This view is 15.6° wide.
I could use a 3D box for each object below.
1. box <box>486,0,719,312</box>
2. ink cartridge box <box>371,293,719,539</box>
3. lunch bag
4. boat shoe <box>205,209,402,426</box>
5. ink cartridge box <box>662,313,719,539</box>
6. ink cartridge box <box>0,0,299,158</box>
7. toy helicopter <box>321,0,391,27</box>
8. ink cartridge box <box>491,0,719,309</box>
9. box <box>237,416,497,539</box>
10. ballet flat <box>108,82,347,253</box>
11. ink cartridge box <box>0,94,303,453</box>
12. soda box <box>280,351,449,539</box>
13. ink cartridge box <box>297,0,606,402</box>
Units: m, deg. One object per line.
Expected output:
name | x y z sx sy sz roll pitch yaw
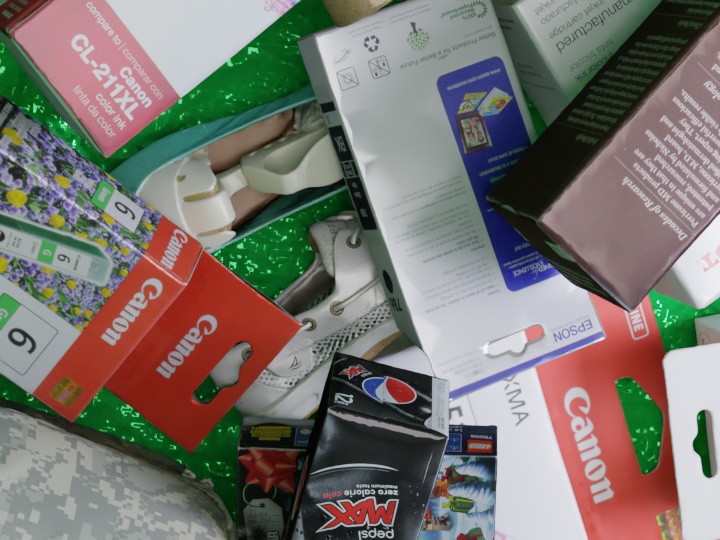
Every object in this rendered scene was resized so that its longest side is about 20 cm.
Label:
box | 0.160 -0.080 1.283 0.075 0.100 0.200 44 88 -14
ink cartridge box | 0.106 0.111 1.458 0.173 0.044 0.201 -20 103 -8
lunch bag | -0.159 0.151 1.335 0.199 0.168 0.140 21 94 -16
boat shoe | 0.000 0.000 1.399 0.200 0.071 0.069 -44 108 -2
ink cartridge box | 0.257 0.076 1.474 0.199 0.068 0.116 -10 101 -12
ink cartridge box | -0.084 -0.157 1.314 0.200 0.146 0.083 -39 107 -4
toy helicopter | 0.060 -0.182 1.326 0.200 0.132 0.079 -41 107 -31
ink cartridge box | 0.177 -0.101 1.417 0.144 0.085 0.200 -35 106 -7
box | 0.003 0.177 1.405 0.136 0.040 0.201 2 113 3
ballet flat | -0.062 -0.050 1.376 0.199 0.070 0.068 -27 105 -7
ink cartridge box | -0.141 0.014 1.348 0.200 0.050 0.109 37 116 -10
soda box | -0.010 0.148 1.332 0.063 0.071 0.201 14 113 -4
ink cartridge box | 0.047 -0.041 1.352 0.099 0.039 0.201 -20 94 -16
